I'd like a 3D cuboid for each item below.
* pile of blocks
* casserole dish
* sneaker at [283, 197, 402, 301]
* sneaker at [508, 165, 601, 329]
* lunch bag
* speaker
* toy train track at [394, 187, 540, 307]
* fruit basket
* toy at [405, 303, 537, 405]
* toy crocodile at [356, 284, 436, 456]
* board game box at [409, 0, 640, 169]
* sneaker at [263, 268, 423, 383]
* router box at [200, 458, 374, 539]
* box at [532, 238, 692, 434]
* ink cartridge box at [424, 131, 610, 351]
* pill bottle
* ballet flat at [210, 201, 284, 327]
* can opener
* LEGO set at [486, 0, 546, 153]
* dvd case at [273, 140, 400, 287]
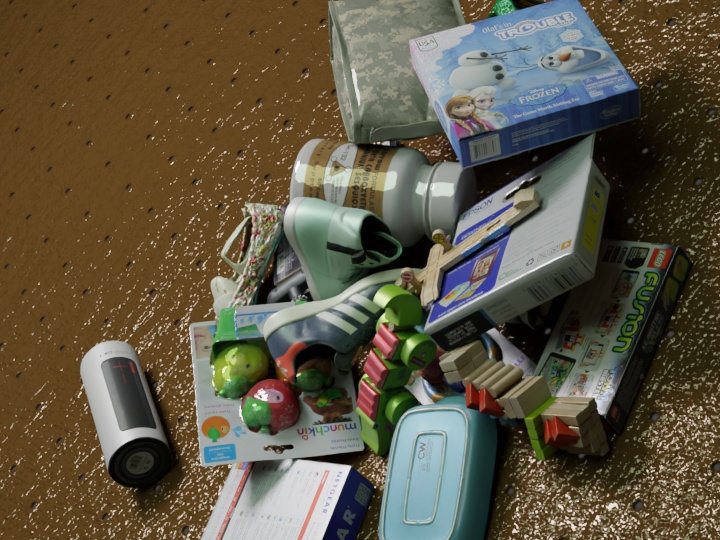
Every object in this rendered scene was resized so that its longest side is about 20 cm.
[{"bbox_3d":[0.148,0.140,1.505,0.199,0.083,0.062,27,42,35],"label":"pile of blocks"},{"bbox_3d":[0.074,0.216,1.547,0.120,0.039,0.203,-6,60,33],"label":"casserole dish"},{"bbox_3d":[0.000,0.000,1.710,0.117,0.201,0.074,11,60,32],"label":"sneaker"},{"bbox_3d":[0.184,-0.037,1.656,0.114,0.076,0.202,9,66,44],"label":"sneaker"},{"bbox_3d":[0.054,-0.222,1.777,0.161,0.118,0.202,-7,48,-5],"label":"lunch bag"},{"bbox_3d":[-0.297,0.177,1.909,0.081,0.081,0.201,-39,39,8],"label":"speaker"},{"bbox_3d":[0.102,-0.031,1.595,0.199,0.033,0.115,-35,22,28],"label":"toy train track"},{"bbox_3d":[-0.098,0.126,1.718,0.182,0.095,0.201,-4,43,-6],"label":"fruit basket"},{"bbox_3d":[0.092,0.091,1.652,0.115,0.047,0.200,-48,38,1],"label":"toy"},{"bbox_3d":[0.029,0.107,1.616,0.068,0.061,0.202,45,131,42],"label":"toy crocodile"},{"bbox_3d":[0.173,-0.208,1.637,0.197,0.044,0.200,-16,41,-5],"label":"board game box"},{"bbox_3d":[-0.004,0.066,1.681,0.198,0.075,0.085,-22,69,0],"label":"sneaker"},{"bbox_3d":[-0.097,0.303,1.640,0.178,0.049,0.202,0,58,42],"label":"router box"},{"bbox_3d":[0.249,0.063,1.542,0.109,0.035,0.202,7,62,45],"label":"box"},{"bbox_3d":[0.167,-0.028,1.570,0.197,0.047,0.201,-31,23,36],"label":"ink cartridge box"},{"bbox_3d":[0.028,-0.086,1.750,0.197,0.115,0.116,7,60,21],"label":"pill bottle"},{"bbox_3d":[-0.152,0.005,1.917,0.075,0.063,0.202,-22,46,65],"label":"ballet flat"},{"bbox_3d":[-0.027,-0.003,1.830,0.199,0.063,0.079,-32,40,18],"label":"can opener"},{"bbox_3d":[0.210,-0.233,1.805,0.155,0.114,0.201,-65,28,25],"label":"LEGO set"},{"bbox_3d":[-0.028,-0.074,1.919,0.199,0.016,0.150,-32,34,20],"label":"dvd case"}]
